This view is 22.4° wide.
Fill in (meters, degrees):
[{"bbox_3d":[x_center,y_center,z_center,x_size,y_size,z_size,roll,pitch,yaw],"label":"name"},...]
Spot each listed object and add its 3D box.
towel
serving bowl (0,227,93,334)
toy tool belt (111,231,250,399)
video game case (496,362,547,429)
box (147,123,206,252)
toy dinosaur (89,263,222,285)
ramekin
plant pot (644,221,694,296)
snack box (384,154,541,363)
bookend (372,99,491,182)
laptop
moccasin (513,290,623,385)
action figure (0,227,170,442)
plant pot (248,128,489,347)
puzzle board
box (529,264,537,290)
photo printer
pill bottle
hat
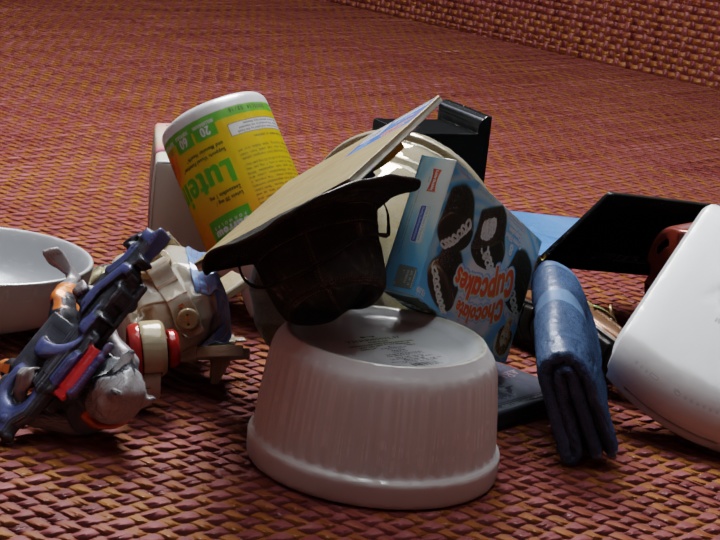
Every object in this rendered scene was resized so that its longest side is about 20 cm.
[{"bbox_3d":[0.178,0.072,1.532,0.048,0.112,0.200,-15,22,10],"label":"towel"},{"bbox_3d":[-0.343,0.015,1.636,0.199,0.066,0.200,7,14,-2],"label":"serving bowl"},{"bbox_3d":[-0.143,0.036,1.542,0.122,0.126,0.200,-5,18,-11],"label":"toy tool belt"},{"bbox_3d":[0.069,0.096,1.616,0.199,0.019,0.143,18,18,38],"label":"video game case"},{"bbox_3d":[-0.170,-0.074,1.927,0.108,0.129,0.200,4,15,-8],"label":"box"},{"bbox_3d":[-0.176,0.015,1.759,0.199,0.048,0.088,6,8,-15],"label":"toy dinosaur"},{"bbox_3d":[0.015,0.098,1.409,0.199,0.106,0.200,7,14,-2],"label":"ramekin"},{"bbox_3d":[0.386,0.023,1.729,0.194,0.202,0.201,-5,17,-14],"label":"plant pot"},{"bbox_3d":[0.088,-0.006,1.520,0.037,0.117,0.200,12,-12,30],"label":"snack box"},{"bbox_3d":[0.018,-0.068,1.854,0.199,0.200,0.092,-3,18,-29],"label":"bookend"},{"bbox_3d":[0.254,-0.060,1.830,0.186,0.200,0.116,4,58,-30],"label":"laptop"},{"bbox_3d":[0.210,0.061,1.722,0.077,0.074,0.201,-8,10,-22],"label":"moccasin"},{"bbox_3d":[-0.209,0.054,1.430,0.105,0.200,0.193,45,-4,-38],"label":"action figure"},{"bbox_3d":[0.000,0.000,1.589,0.200,0.201,0.183,13,27,23],"label":"plant pot"},{"bbox_3d":[-0.033,-0.068,1.488,0.200,0.017,0.151,-26,13,43],"label":"puzzle board"},{"bbox_3d":[0.118,0.019,1.802,0.049,0.083,0.200,14,16,31],"label":"box"},{"bbox_3d":[0.319,0.057,1.568,0.166,0.070,0.200,30,67,20],"label":"photo printer"},{"bbox_3d":[-0.106,-0.061,1.754,0.111,0.201,0.111,-23,-11,-4],"label":"pill bottle"},{"bbox_3d":[-0.024,-0.005,1.380,0.200,0.081,0.201,-24,-7,-3],"label":"hat"}]
